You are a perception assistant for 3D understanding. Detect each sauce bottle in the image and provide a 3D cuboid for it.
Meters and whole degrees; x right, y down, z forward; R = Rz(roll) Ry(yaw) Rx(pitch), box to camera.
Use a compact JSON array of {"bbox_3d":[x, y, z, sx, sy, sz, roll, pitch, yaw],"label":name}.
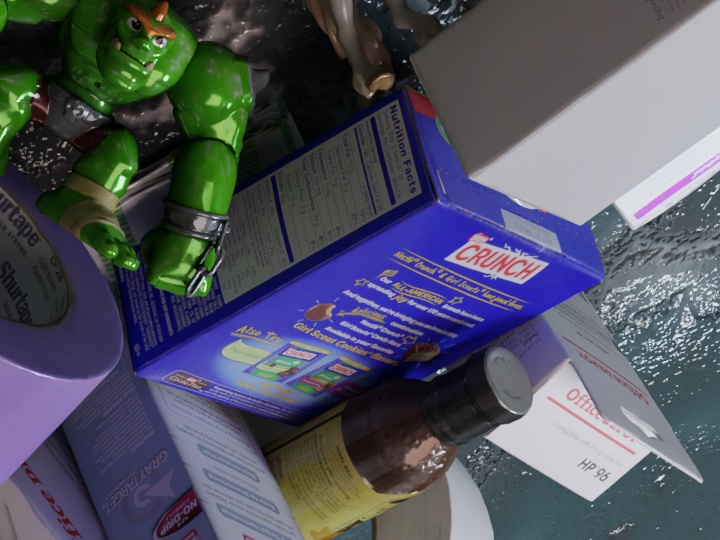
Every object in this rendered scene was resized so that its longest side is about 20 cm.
[{"bbox_3d":[0.005,0.099,1.254,0.200,0.065,0.065,-30,144,34],"label":"sauce bottle"}]

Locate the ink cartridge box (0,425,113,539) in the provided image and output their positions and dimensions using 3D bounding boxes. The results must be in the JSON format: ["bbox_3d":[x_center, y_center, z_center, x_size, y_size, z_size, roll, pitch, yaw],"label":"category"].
[{"bbox_3d":[-0.161,0.148,1.242,0.084,0.146,0.200,-45,158,11],"label":"ink cartridge box"}]

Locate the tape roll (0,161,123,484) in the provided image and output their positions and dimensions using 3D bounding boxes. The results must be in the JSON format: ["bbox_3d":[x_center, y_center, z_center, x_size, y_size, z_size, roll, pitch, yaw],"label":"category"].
[{"bbox_3d":[-0.213,0.004,1.084,0.085,0.200,0.200,-46,136,17],"label":"tape roll"}]

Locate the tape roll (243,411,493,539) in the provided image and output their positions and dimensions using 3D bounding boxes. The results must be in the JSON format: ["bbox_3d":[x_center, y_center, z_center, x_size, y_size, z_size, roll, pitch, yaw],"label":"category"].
[{"bbox_3d":[-0.026,0.169,1.350,0.202,0.203,0.071,-36,145,6],"label":"tape roll"}]

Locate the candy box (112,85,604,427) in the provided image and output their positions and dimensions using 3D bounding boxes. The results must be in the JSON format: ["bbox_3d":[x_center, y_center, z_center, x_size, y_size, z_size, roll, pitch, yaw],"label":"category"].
[{"bbox_3d":[0.000,0.000,1.218,0.200,0.077,0.169,-28,151,26],"label":"candy box"}]

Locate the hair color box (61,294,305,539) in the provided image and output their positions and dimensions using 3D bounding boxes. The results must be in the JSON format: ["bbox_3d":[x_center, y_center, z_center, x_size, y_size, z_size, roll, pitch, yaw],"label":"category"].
[{"bbox_3d":[-0.094,0.111,1.226,0.061,0.200,0.099,-42,138,14],"label":"hair color box"}]

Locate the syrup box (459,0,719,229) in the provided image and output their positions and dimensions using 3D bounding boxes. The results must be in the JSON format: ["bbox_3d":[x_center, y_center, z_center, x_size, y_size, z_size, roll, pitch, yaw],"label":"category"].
[{"bbox_3d":[0.124,-0.115,1.250,0.081,0.079,0.200,-35,139,6],"label":"syrup box"}]

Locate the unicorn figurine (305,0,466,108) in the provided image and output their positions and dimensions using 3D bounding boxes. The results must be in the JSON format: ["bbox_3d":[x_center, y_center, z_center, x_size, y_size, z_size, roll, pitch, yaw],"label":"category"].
[{"bbox_3d":[0.016,-0.177,1.109,0.074,0.138,0.200,-1,146,-41],"label":"unicorn figurine"}]

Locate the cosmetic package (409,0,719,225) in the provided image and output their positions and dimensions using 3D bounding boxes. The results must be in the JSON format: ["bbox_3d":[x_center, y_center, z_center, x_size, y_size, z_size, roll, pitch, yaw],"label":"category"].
[{"bbox_3d":[0.137,-0.114,1.084,0.200,0.081,0.113,-34,152,22],"label":"cosmetic package"}]

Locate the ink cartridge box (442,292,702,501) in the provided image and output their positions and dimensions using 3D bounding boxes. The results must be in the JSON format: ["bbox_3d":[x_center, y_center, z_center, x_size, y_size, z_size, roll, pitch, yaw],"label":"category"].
[{"bbox_3d":[0.099,0.051,1.308,0.068,0.200,0.116,-43,137,15],"label":"ink cartridge box"}]

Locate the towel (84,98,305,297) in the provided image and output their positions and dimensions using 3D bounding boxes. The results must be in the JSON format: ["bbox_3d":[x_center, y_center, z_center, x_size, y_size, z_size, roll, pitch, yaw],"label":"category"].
[{"bbox_3d":[-0.109,0.001,1.274,0.199,0.023,0.153,-27,139,-4],"label":"towel"}]

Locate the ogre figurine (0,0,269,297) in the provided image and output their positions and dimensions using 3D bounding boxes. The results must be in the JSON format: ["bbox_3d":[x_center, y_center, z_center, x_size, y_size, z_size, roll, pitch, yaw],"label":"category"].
[{"bbox_3d":[-0.133,-0.085,1.110,0.120,0.200,0.098,-57,178,-1],"label":"ogre figurine"}]
